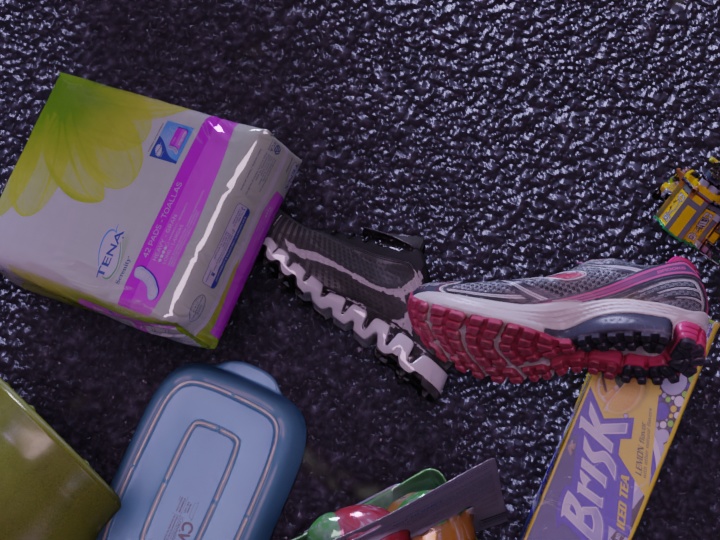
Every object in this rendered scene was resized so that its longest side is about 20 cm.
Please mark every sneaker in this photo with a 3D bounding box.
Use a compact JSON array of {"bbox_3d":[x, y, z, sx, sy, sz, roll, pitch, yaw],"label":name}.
[{"bbox_3d":[0.000,0.000,1.113,0.200,0.066,0.091,39,80,6],"label":"sneaker"},{"bbox_3d":[0.130,0.029,1.045,0.200,0.081,0.075,3,55,12],"label":"sneaker"}]

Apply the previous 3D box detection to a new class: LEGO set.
[{"bbox_3d":[0.307,-0.037,1.056,0.200,0.154,0.116,42,111,20],"label":"LEGO set"}]

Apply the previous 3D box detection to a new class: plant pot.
[{"bbox_3d":[-0.269,0.176,1.033,0.200,0.200,0.193,42,77,9],"label":"plant pot"}]

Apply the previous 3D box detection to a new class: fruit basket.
[{"bbox_3d":[0.007,0.178,1.010,0.185,0.200,0.094,-28,65,-2],"label":"fruit basket"}]

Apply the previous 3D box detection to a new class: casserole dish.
[{"bbox_3d":[-0.117,0.157,1.101,0.121,0.039,0.200,23,82,7],"label":"casserole dish"}]

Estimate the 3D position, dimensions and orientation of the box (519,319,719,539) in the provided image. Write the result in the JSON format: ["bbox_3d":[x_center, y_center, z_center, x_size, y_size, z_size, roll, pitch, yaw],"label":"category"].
[{"bbox_3d":[0.175,0.118,1.080,0.070,0.064,0.200,23,81,7],"label":"box"}]

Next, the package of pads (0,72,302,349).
[{"bbox_3d":[-0.158,-0.041,1.093,0.200,0.068,0.155,18,79,32],"label":"package of pads"}]
